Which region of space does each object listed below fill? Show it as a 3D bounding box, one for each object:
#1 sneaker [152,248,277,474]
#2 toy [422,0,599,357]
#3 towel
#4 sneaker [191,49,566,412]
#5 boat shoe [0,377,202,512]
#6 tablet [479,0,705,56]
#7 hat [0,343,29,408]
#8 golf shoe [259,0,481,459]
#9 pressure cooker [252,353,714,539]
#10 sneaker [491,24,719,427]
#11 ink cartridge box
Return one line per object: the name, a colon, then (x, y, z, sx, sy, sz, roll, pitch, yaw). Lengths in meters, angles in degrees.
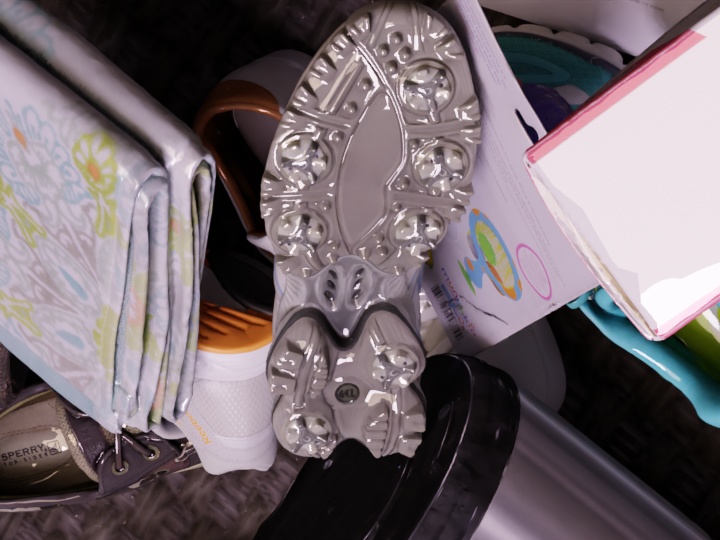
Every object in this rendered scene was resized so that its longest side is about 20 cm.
sneaker: (-0.093, 0.020, 1.283, 0.200, 0.075, 0.092, -134, 36, -52)
toy: (0.053, -0.038, 1.135, 0.116, 0.047, 0.200, 64, 160, 4)
towel: (-0.138, -0.044, 1.159, 0.200, 0.048, 0.172, 38, 147, 20)
sneaker: (0.000, 0.000, 1.254, 0.200, 0.085, 0.073, 47, 121, 6)
boat shoe: (-0.112, 0.072, 1.352, 0.199, 0.065, 0.073, -26, 93, 33)
tablet: (0.109, -0.150, 1.183, 0.199, 0.014, 0.131, 20, 115, 22)
hat: (-0.184, 0.004, 1.328, 0.080, 0.201, 0.202, -9, 104, 0)
golf shoe: (-0.003, -0.028, 1.118, 0.078, 0.097, 0.201, 6, 127, -8)
pressure cooker: (0.065, 0.153, 1.199, 0.200, 0.176, 0.179, 38, 117, -18)
sneaker: (0.106, -0.019, 1.189, 0.200, 0.080, 0.078, 46, 123, 9)
ink cartridge box: (0.155, -0.068, 1.058, 0.146, 0.200, 0.083, -37, 91, 22)
